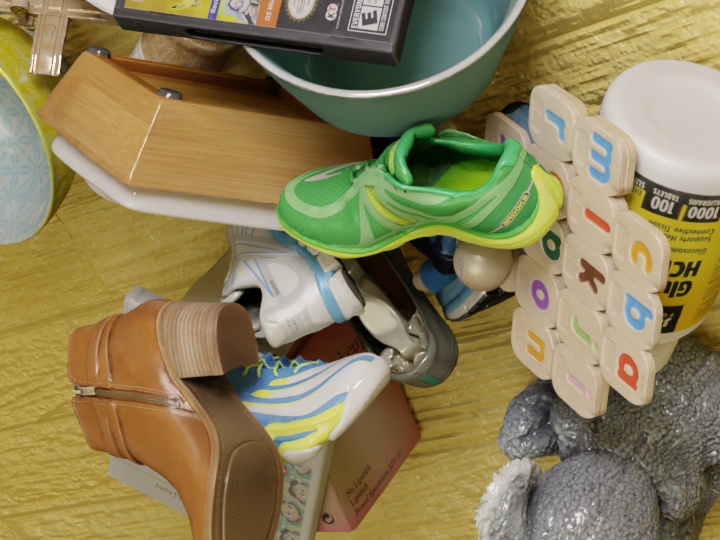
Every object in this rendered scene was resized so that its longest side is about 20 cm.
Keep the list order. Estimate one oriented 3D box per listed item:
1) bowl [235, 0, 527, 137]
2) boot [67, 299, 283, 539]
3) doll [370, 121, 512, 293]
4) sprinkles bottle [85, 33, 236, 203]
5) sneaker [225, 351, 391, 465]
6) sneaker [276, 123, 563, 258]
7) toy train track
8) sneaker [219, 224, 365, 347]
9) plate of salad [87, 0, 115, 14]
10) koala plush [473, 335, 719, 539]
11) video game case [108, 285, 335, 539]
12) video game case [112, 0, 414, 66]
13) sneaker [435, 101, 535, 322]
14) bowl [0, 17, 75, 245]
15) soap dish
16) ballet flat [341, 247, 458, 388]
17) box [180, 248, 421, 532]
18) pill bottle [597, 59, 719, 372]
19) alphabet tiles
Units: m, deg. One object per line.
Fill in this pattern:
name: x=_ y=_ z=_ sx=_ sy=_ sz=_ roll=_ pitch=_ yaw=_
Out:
bowl: x=0.018 y=-0.166 z=1.200 sx=0.199 sy=0.202 sz=0.105 roll=22 pitch=157 yaw=21
boot: x=-0.134 y=0.122 z=1.303 sx=0.154 sy=0.073 sz=0.202 roll=-8 pitch=82 yaw=37
doll: x=0.043 y=-0.045 z=1.294 sx=0.200 sy=0.048 sz=0.138 roll=44 pitch=139 yaw=45
sprinkles bottle: x=-0.152 y=-0.132 z=1.421 sx=0.068 sy=0.068 sz=0.200 roll=40 pitch=138 yaw=2
sneaker: x=-0.071 y=0.088 z=1.322 sx=0.200 sy=0.076 sz=0.105 roll=-36 pitch=95 yaw=37
sneaker: x=0.031 y=-0.058 z=1.194 sx=0.198 sy=0.075 sz=0.084 roll=-3 pitch=138 yaw=31
toy train track: x=-0.267 y=-0.206 z=1.384 sx=0.198 sy=0.116 sz=0.033 roll=5 pitch=159 yaw=1
sneaker: x=-0.074 y=0.004 z=1.346 sx=0.075 sy=0.086 sz=0.200 roll=62 pitch=168 yaw=-22
plate of salad: x=-0.146 y=-0.273 z=1.310 sx=0.198 sy=0.048 sz=0.202 roll=6 pitch=109 yaw=19
koala plush: x=0.171 y=0.153 z=1.317 sx=0.177 sy=0.200 sz=0.184 roll=37 pitch=137 yaw=5
video game case: x=-0.107 y=0.124 z=1.439 sx=0.181 sy=0.024 sz=0.201 roll=25 pitch=133 yaw=15
video game case: x=-0.042 y=-0.231 z=1.153 sx=0.179 sy=0.202 sz=0.026 roll=9 pitch=164 yaw=14
sneaker: x=0.099 y=-0.043 z=1.322 sx=0.090 sy=0.078 sz=0.201 roll=52 pitch=141 yaw=20
bowl: x=-0.290 y=-0.132 z=1.494 sx=0.199 sy=0.108 sz=0.202 roll=21 pitch=133 yaw=23
soap dish: x=-0.101 y=-0.090 z=1.297 sx=0.157 sy=0.198 sz=0.082 roll=34 pitch=113 yaw=52
ballet flat: x=0.000 y=0.000 z=1.376 sx=0.067 sy=0.064 sz=0.201 roll=-43 pitch=69 yaw=18
box: x=-0.053 y=0.090 z=1.485 sx=0.108 sy=0.128 sz=0.201 roll=-3 pitch=122 yaw=36
pill bottle: x=0.189 y=-0.027 z=1.222 sx=0.112 sy=0.113 sz=0.201 roll=27 pitch=136 yaw=15
alphabet tiles: x=0.133 y=-0.011 z=1.194 sx=0.196 sy=0.014 sz=0.202 roll=43 pitch=139 yaw=49
